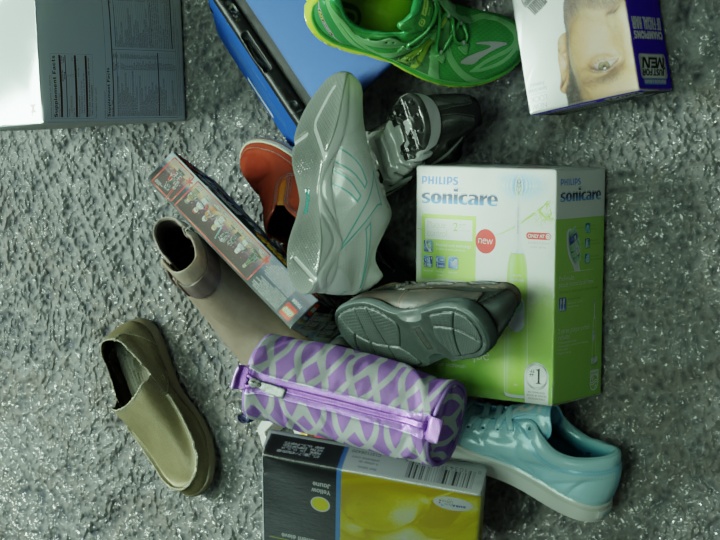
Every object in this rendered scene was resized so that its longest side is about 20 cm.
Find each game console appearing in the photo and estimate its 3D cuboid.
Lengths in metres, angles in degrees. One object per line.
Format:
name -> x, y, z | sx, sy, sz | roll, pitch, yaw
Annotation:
game console -> -0.050, -0.218, 1.648 | 0.118, 0.171, 0.200 | -30, 71, -8

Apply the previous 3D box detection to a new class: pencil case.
pencil case -> -0.009, 0.109, 1.504 | 0.200, 0.085, 0.084 | 11, 86, 22

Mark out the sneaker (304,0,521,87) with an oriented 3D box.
sneaker -> 0.052, -0.207, 1.509 | 0.084, 0.200, 0.074 | 155, 123, -74

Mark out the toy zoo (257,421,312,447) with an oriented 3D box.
toy zoo -> -0.043, 0.179, 1.677 | 0.131, 0.020, 0.200 | -46, 52, 42

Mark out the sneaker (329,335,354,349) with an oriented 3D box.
sneaker -> 0.041, 0.136, 1.602 | 0.075, 0.079, 0.200 | -32, 96, 45

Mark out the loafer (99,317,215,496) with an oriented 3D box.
loafer -> -0.217, 0.145, 1.811 | 0.076, 0.067, 0.200 | -39, 71, 33

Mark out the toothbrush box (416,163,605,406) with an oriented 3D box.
toothbrush box -> 0.129, 0.008, 1.525 | 0.145, 0.086, 0.200 | 5, 96, 38

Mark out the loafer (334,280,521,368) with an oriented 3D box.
loafer -> 0.059, 0.041, 1.499 | 0.200, 0.063, 0.072 | -2, 121, 53

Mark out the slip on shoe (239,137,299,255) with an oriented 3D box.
slip on shoe -> -0.066, -0.059, 1.635 | 0.200, 0.061, 0.074 | 51, 148, 40

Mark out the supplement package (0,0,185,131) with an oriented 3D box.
supplement package -> -0.315, -0.216, 1.769 | 0.191, 0.200, 0.147 | 0, 94, 37

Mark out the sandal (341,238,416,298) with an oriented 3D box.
sandal -> 0.001, 0.000, 1.647 | 0.200, 0.043, 0.076 | 34, 114, 30

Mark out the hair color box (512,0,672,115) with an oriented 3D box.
hair color box -> 0.186, -0.238, 1.473 | 0.109, 0.065, 0.200 | -10, 90, 37

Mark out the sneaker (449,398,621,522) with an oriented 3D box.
sneaker -> 0.137, 0.138, 1.523 | 0.200, 0.074, 0.082 | 24, 118, 11

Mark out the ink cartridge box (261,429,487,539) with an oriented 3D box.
ink cartridge box -> 0.010, 0.241, 1.566 | 0.197, 0.047, 0.200 | 8, 126, 10

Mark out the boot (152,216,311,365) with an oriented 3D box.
boot -> -0.125, 0.032, 1.665 | 0.070, 0.146, 0.200 | -46, 45, -3

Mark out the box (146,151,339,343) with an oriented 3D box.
box -> -0.102, -0.018, 1.636 | 0.040, 0.137, 0.200 | -45, 75, 3

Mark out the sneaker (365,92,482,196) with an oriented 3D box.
sneaker -> 0.048, -0.111, 1.587 | 0.200, 0.090, 0.067 | -35, 70, 61

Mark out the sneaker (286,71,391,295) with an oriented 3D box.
sneaker -> -0.015, -0.074, 1.549 | 0.070, 0.080, 0.201 | -5, 79, 58
